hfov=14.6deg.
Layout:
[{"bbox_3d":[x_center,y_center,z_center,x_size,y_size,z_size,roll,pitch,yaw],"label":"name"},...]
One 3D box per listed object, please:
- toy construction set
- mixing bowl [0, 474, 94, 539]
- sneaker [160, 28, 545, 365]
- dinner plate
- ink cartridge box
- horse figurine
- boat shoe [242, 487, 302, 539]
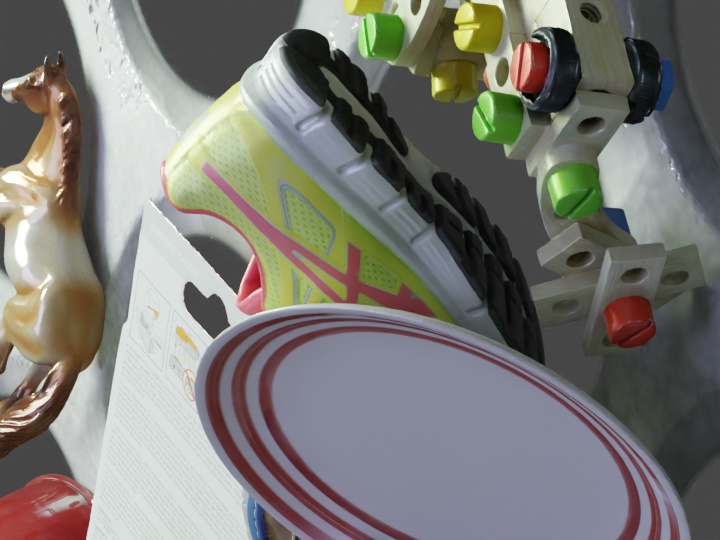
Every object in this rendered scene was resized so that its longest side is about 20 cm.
[{"bbox_3d":[0.061,-0.067,1.028,0.200,0.092,0.131,65,144,26],"label":"toy construction set"},{"bbox_3d":[-0.195,0.216,1.492,0.200,0.108,0.201,22,116,55],"label":"mixing bowl"},{"bbox_3d":[0.000,0.000,1.073,0.090,0.200,0.078,-32,27,17],"label":"sneaker"},{"bbox_3d":[0.032,0.071,1.063,0.200,0.200,0.024,-41,19,54],"label":"dinner plate"},{"bbox_3d":[-0.062,0.088,1.308,0.161,0.050,0.200,45,130,45],"label":"ink cartridge box"},{"bbox_3d":[-0.175,0.002,1.453,0.132,0.050,0.201,-19,72,41],"label":"horse figurine"},{"bbox_3d":[-0.004,0.132,1.209,0.072,0.072,0.200,41,140,40],"label":"boat shoe"}]
